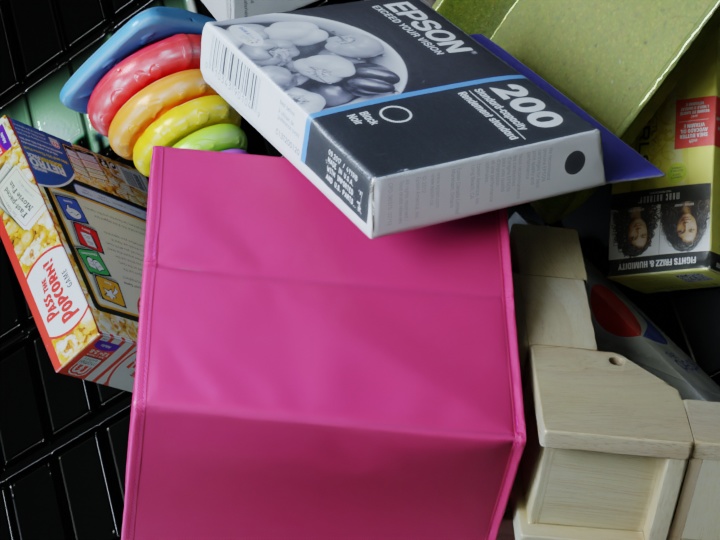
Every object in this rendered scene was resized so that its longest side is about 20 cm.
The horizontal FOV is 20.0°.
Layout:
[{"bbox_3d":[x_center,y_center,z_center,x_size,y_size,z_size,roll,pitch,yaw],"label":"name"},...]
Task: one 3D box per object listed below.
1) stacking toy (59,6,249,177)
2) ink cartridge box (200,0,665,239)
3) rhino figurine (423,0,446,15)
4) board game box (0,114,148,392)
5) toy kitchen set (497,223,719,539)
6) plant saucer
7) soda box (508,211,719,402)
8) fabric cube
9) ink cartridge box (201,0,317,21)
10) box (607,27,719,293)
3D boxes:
[{"bbox_3d":[-0.115,-0.080,1.464,0.110,0.116,0.200,-41,70,25],"label":"stacking toy"},{"bbox_3d":[0.041,-0.098,1.160,0.198,0.200,0.043,44,136,45],"label":"ink cartridge box"},{"bbox_3d":[0.017,-0.150,1.378,0.200,0.087,0.060,-47,54,16],"label":"rhino figurine"},{"bbox_3d":[-0.181,-0.004,1.444,0.046,0.151,0.200,-41,56,20],"label":"board game box"},{"bbox_3d":[0.160,0.101,1.141,0.200,0.180,0.163,-92,9,-57],"label":"toy kitchen set"},{"bbox_3d":[0.140,-0.156,1.253,0.200,0.048,0.200,-54,45,21],"label":"plant saucer"},{"bbox_3d":[0.147,0.053,1.237,0.068,0.063,0.200,-51,54,13],"label":"soda box"},{"bbox_3d":[-0.028,0.068,1.137,0.196,0.199,0.200,100,172,-46],"label":"fabric cube"},{"bbox_3d":[-0.038,-0.263,1.383,0.200,0.086,0.148,-26,54,-19],"label":"ink cartridge box"},{"bbox_3d":[0.197,-0.089,1.249,0.075,0.050,0.200,-5,74,38],"label":"box"}]
